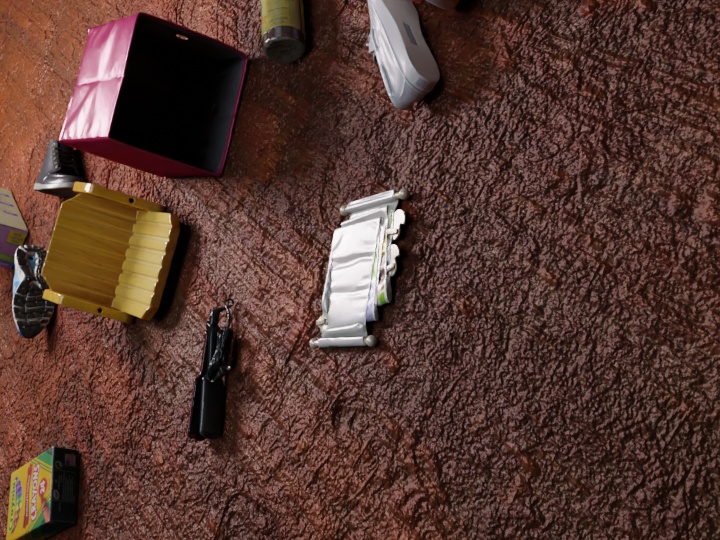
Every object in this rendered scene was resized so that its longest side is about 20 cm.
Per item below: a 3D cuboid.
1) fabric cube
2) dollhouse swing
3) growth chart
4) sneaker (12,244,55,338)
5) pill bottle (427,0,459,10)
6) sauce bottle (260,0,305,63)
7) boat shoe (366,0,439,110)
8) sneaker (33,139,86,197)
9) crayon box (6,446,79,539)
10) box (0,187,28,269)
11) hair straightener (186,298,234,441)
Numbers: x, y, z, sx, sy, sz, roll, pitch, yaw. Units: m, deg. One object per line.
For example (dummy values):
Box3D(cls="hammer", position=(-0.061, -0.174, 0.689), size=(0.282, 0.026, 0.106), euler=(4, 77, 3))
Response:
Box3D(cls="fabric cube", position=(-0.321, -0.265, 1.690), size=(0.199, 0.195, 0.201), euler=(6, 82, 55))
Box3D(cls="dollhouse swing", position=(-0.400, -0.027, 1.732), size=(0.176, 0.181, 0.201), euler=(-175, 101, -74))
Box3D(cls="growth chart", position=(0.000, 0.000, 1.311), size=(0.144, 0.018, 0.201), euler=(2, 77, 52))
Box3D(cls="sneaker", position=(-0.627, 0.051, 2.085), size=(0.090, 0.078, 0.201), euler=(118, 150, -45))
Box3D(cls="pill bottle", position=(0.115, -0.413, 1.249), size=(0.200, 0.112, 0.112), euler=(-56, 40, 22))
Box3D(cls="sauce bottle", position=(-0.114, -0.397, 1.585), size=(0.065, 0.064, 0.201), euler=(-33, 50, 41))
Box3D(cls="boat shoe", position=(0.040, -0.280, 1.339), size=(0.068, 0.072, 0.201), euler=(-43, 55, 33))
Box3D(cls="sneaker", position=(-0.572, -0.199, 2.089), size=(0.200, 0.074, 0.107), euler=(8, 85, 55))
Box3D(cls="crayon box", position=(-0.544, 0.388, 1.837), size=(0.200, 0.051, 0.128), euler=(-33, 52, 42))
Box3D(cls="box", position=(-0.816, -0.109, 2.289), size=(0.097, 0.175, 0.200), euler=(-61, 39, 15))
Box3D(cls="hair straightener", position=(-0.192, 0.134, 1.499), size=(0.077, 0.041, 0.201), euler=(-12, 63, 50))
